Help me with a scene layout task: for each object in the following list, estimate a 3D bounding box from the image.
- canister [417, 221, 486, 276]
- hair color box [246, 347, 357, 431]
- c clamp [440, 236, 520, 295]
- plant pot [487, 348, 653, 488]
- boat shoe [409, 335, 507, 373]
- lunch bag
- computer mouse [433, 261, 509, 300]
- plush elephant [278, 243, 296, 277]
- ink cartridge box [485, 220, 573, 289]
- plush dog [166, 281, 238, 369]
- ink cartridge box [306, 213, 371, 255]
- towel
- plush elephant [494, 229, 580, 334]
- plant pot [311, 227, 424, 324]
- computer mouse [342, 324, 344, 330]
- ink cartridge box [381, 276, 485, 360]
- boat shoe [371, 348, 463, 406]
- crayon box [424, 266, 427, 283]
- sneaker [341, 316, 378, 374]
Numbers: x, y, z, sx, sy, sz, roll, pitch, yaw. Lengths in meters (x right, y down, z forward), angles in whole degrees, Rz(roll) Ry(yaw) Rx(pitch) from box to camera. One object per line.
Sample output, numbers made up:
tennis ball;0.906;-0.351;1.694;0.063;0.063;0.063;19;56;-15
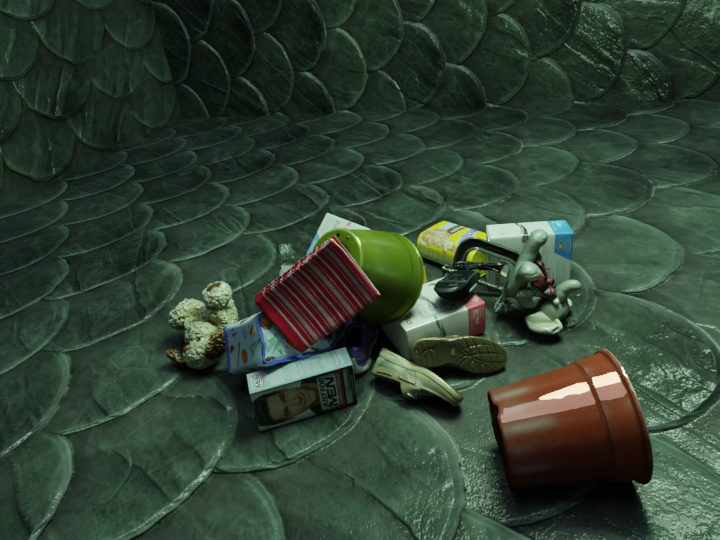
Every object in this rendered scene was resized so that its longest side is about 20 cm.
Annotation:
canister;0.270;-0.063;1.464;0.147;0.088;0.199;-28;34;-32
hair color box;-0.110;0.228;1.032;0.197;0.100;0.061;-14;31;-11
c clamp;0.294;0.005;1.305;0.197;0.174;0.027;15;24;10
plant pot;0.309;0.243;0.835;0.192;0.203;0.202;-13;29;7
boat shoe;0.198;0.165;1.096;0.196;0.073;0.068;4;2;-1
lunch bag;-0.159;0.139;1.116;0.198;0.126;0.169;-1;-12;-39
computer mouse;0.251;0.027;1.181;0.138;0.047;0.200;-1;18;29
plush elephant;-0.111;0.030;1.295;0.152;0.203;0.165;2;23;10
ink cartridge box;0.411;-0.038;1.326;0.196;0.147;0.085;-3;28;7
plush dog;-0.348;0.149;1.223;0.198;0.161;0.173;-24;35;31
ink cartridge box;-0.019;-0.047;1.417;0.199;0.125;0.130;26;86;42
towel;-0.082;0.049;0.990;0.199;0.145;0.023;-36;12;14
plush elephant;0.401;0.047;1.172;0.153;0.202;0.165;25;38;9
plant pot;0.000;0.000;1.096;0.198;0.204;0.192;15;-1;35
computer mouse;-0.124;0.088;1.202;0.198;0.034;0.059;26;74;5
ink cartridge box;0.159;0.101;1.205;0.197;0.084;0.147;-17;32;-16
boat shoe;0.107;0.220;1.041;0.198;0.072;0.066;24;77;35
crayon box;0.087;0.022;1.309;0.124;0.053;0.200;-11;-4;20
sneaker;-0.003;0.139;1.179;0.079;0.085;0.201;-5;29;5
